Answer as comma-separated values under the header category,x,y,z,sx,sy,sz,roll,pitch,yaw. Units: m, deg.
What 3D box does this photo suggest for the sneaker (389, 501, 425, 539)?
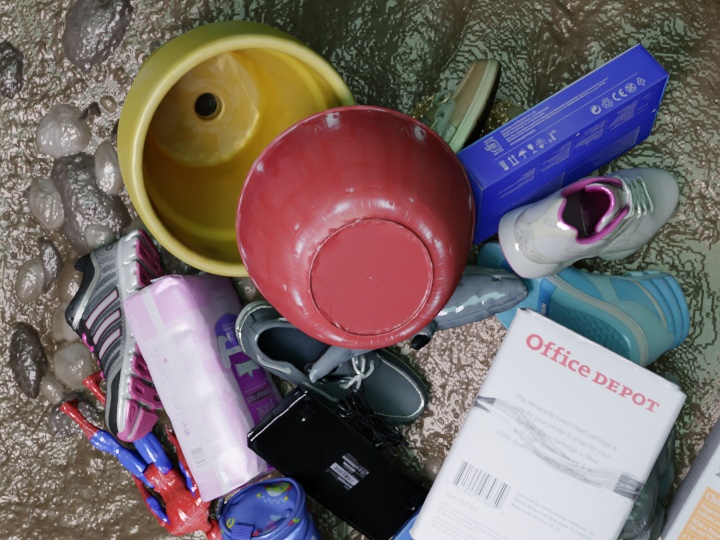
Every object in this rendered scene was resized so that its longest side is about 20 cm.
category,x,y,z,sx,sy,sz,roll,pitch,yaw
sneaker,0.074,0.246,1.121,0.078,0.070,0.201,41,130,8

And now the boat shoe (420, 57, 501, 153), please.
category,x,y,z,sx,sy,sz,roll,pitch,yaw
boat shoe,0.056,-0.100,1.085,0.063,0.073,0.202,29,92,9

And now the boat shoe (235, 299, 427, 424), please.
category,x,y,z,sx,sy,sz,roll,pitch,yaw
boat shoe,-0.021,0.092,1.138,0.198,0.062,0.073,29,92,-16

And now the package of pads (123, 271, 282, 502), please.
category,x,y,z,sx,sy,sz,roll,pitch,yaw
package of pads,-0.134,0.099,1.152,0.075,0.120,0.202,-24,86,19

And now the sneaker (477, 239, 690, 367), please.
category,x,y,z,sx,sy,sz,roll,pitch,yaw
sneaker,0.206,0.024,1.130,0.200,0.129,0.080,39,133,38

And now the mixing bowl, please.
category,x,y,z,sx,sy,sz,roll,pitch,yaw
mixing bowl,0.003,-0.016,0.980,0.197,0.109,0.203,-3,114,-6

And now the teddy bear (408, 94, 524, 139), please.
category,x,y,z,sx,sy,sz,roll,pitch,yaw
teddy bear,0.073,-0.089,1.155,0.198,0.067,0.146,-30,90,-1

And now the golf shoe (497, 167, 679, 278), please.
category,x,y,z,sx,sy,sz,roll,pitch,yaw
golf shoe,0.213,-0.049,1.076,0.198,0.091,0.076,-21,82,-31

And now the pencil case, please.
category,x,y,z,sx,sy,sz,roll,pitch,yaw
pencil case,-0.062,0.280,1.121,0.077,0.087,0.202,7,127,39

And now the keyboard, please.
category,x,y,z,sx,sy,sz,roll,pitch,yaw
keyboard,-0.009,0.164,1.136,0.104,0.040,0.200,-39,126,9

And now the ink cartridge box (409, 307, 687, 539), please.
category,x,y,z,sx,sy,sz,roll,pitch,yaw
ink cartridge box,0.149,0.149,0.999,0.144,0.084,0.202,27,94,10

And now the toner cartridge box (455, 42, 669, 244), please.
category,x,y,z,sx,sy,sz,roll,pitch,yaw
toner cartridge box,0.169,-0.108,1.082,0.198,0.095,0.043,-31,67,-15

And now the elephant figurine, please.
category,x,y,z,sx,sy,sz,roll,pitch,yaw
elephant figurine,0.170,0.168,1.111,0.197,0.142,0.157,12,63,24

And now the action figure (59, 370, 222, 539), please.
category,x,y,z,sx,sy,sz,roll,pitch,yaw
action figure,-0.198,0.185,1.202,0.065,0.052,0.200,-44,83,11

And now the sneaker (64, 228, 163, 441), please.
category,x,y,z,sx,sy,sz,roll,pitch,yaw
sneaker,-0.233,0.064,1.186,0.086,0.074,0.203,-10,72,18

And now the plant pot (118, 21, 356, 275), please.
category,x,y,z,sx,sy,sz,roll,pitch,yaw
plant pot,-0.118,-0.123,1.091,0.198,0.189,0.204,-8,115,-18

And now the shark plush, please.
category,x,y,z,sx,sy,sz,roll,pitch,yaw
shark plush,0.042,0.035,1.089,0.197,0.083,0.092,-16,125,-17

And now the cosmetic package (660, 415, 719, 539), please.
category,x,y,z,sx,sy,sz,roll,pitch,yaw
cosmetic package,0.353,0.172,1.103,0.101,0.071,0.202,29,94,8
